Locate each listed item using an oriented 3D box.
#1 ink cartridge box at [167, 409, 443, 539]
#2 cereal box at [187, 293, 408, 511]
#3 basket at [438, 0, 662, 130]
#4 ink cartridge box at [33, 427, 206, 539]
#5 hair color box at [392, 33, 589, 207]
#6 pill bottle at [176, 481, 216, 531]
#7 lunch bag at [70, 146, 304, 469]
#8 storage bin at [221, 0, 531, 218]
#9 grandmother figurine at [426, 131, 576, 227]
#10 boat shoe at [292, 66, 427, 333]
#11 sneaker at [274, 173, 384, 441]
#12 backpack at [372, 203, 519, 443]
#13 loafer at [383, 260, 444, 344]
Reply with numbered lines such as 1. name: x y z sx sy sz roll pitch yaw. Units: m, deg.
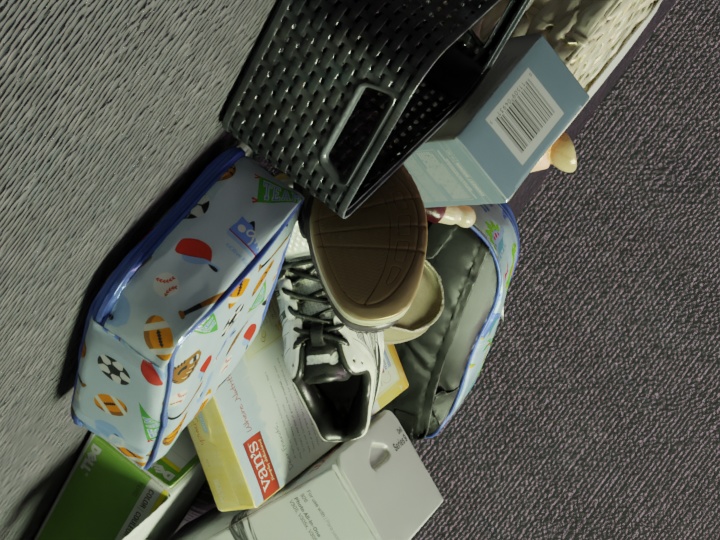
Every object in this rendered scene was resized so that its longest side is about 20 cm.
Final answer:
1. ink cartridge box: -0.055 0.196 1.614 0.199 0.084 0.146 -31 -178 22
2. cereal box: -0.054 0.060 1.572 0.039 0.145 0.200 -10 -165 39
3. basket: 0.126 -0.196 1.606 0.200 0.135 0.124 -50 169 -24
4. ink cartridge box: -0.188 0.181 1.599 0.200 0.076 0.148 -43 169 -51
5. hair color box: 0.052 -0.096 1.509 0.099 0.061 0.200 -50 -156 -22
6. pill bottle: -0.094 0.110 1.712 0.114 0.114 0.200 -47 171 -45
7. lunch bag: -0.105 0.023 1.374 0.160 0.075 0.200 -53 174 -32
8. storage bin: 0.020 -0.140 1.323 0.200 0.094 0.135 -47 170 -50
9. grandmother figurine: 0.053 -0.090 1.647 0.199 0.122 0.061 -16 169 -16
10. boat shoe: -0.005 -0.038 1.371 0.065 0.071 0.201 99 -19 -51
11. sneaker: -0.020 0.028 1.475 0.088 0.075 0.201 -88 165 -49
12. backpack: 0.030 0.002 1.764 0.201 0.182 0.147 -66 175 32
13. loafer: 0.000 0.000 1.565 0.200 0.068 0.076 23 64 -47
